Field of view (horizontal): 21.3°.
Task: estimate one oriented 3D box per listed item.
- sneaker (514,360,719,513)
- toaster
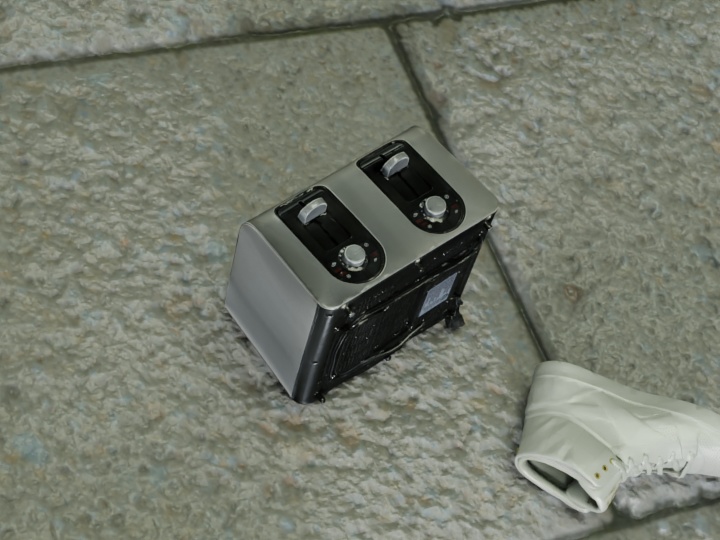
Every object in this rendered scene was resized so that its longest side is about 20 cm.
[{"bbox_3d":[0.224,0.159,1.575,0.200,0.074,0.116,18,55,4],"label":"sneaker"},{"bbox_3d":[0.000,0.000,1.533,0.181,0.200,0.119,-31,69,-25],"label":"toaster"}]
